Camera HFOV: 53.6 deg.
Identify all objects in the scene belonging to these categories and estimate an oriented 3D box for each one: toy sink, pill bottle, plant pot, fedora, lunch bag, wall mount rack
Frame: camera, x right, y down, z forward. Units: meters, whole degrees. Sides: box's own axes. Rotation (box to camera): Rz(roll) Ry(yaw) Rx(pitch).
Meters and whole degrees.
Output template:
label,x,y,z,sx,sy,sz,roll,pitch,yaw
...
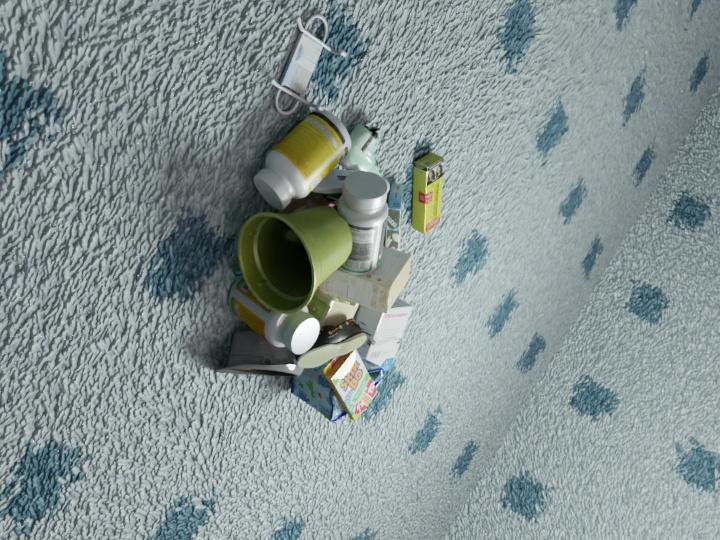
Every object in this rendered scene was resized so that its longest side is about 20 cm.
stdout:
label,x,y,z,sx,sy,sz,roll,pitch,yaw
toy sink,-0.097,0.089,1.671,0.111,0.129,0.204,18,101,-55
pill bottle,-0.118,-0.220,1.432,0.200,0.111,0.114,-47,144,-19
plant pot,-0.116,-0.042,1.434,0.183,0.197,0.205,-30,137,-50
fedora,-0.220,0.182,1.575,0.177,0.193,0.093,109,-16,-76
lunch bag,-0.059,0.269,1.813,0.198,0.168,0.131,-28,131,-39
wall mount rack,-0.111,-0.393,1.351,0.172,0.074,0.205,15,101,-54
pill bottle,-0.179,0.090,1.499,0.110,0.198,0.114,-31,137,-34
pill bottle,0.001,-0.100,1.522,0.112,0.112,0.204,-30,144,-36

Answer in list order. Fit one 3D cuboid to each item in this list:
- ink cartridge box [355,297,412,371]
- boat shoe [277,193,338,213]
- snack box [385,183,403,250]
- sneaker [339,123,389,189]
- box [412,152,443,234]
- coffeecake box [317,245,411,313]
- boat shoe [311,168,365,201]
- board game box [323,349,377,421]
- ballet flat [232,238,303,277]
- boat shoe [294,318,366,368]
label,x,y,z,sx,sy,sz,roll,pitch,yaw
ink cartridge box,0.046,0.176,1.959,0.145,0.085,0.205,-1,114,-52
boat shoe,-0.095,-0.126,1.567,0.197,0.069,0.076,-22,132,-41
snack box,0.084,-0.099,1.799,0.117,0.036,0.205,-79,172,-54
sneaker,0.032,-0.257,1.632,0.120,0.073,0.199,-56,144,5
box,0.177,-0.203,1.887,0.075,0.050,0.204,-32,137,-36
coffeecake box,0.000,0.000,1.631,0.154,0.195,0.075,-51,155,-52
boat shoe,-0.065,-0.183,1.548,0.195,0.073,0.068,-1,147,-30
board game box,-0.022,0.266,1.702,0.096,0.030,0.202,-48,135,-24
ballet flat,-0.195,-0.045,1.513,0.197,0.066,0.073,-21,107,-41
boat shoe,-0.074,0.161,1.589,0.198,0.064,0.074,-18,151,-43
